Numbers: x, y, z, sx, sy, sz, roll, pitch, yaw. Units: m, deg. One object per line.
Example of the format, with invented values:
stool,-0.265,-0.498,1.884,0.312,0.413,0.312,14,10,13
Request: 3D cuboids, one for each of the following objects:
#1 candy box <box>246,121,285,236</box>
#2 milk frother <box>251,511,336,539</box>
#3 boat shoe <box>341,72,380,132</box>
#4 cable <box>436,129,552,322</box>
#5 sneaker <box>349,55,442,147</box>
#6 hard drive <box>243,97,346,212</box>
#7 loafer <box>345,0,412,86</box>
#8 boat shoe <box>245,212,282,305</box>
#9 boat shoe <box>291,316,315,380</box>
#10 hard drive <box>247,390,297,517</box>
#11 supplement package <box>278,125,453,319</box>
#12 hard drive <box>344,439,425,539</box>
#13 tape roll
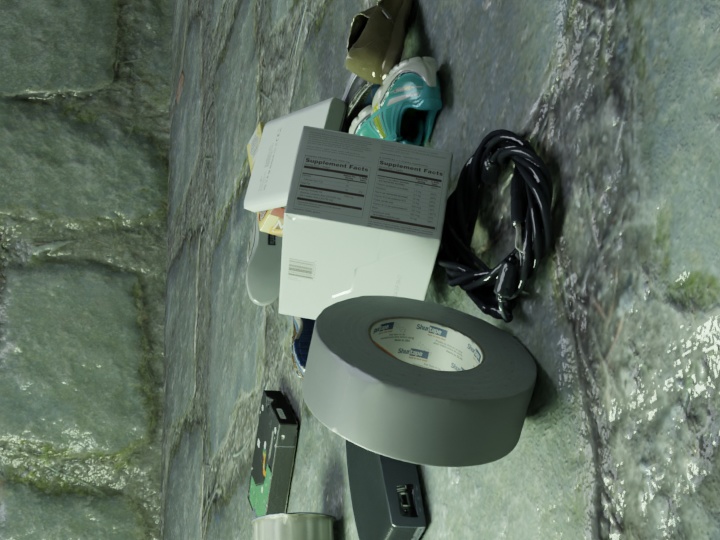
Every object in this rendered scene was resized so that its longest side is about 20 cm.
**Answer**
candy box,-0.098,-0.128,1.648,0.055,0.115,0.200,-57,31,35
milk frother,-0.134,0.433,1.491,0.181,0.199,0.189,122,149,-63
boat shoe,-0.002,-0.181,1.459,0.066,0.070,0.200,-104,33,-50
cable,0.120,-0.053,1.049,0.200,0.051,0.164,-119,36,-63
sneaker,0.041,-0.163,1.304,0.200,0.077,0.080,121,140,-54
hard drive,-0.091,-0.152,1.496,0.200,0.026,0.132,-5,69,60
loafer,0.021,-0.293,1.356,0.200,0.067,0.076,-84,10,-55
boat shoe,-0.165,-0.028,1.923,0.066,0.072,0.201,122,149,-64
boat shoe,-0.062,0.115,1.574,0.200,0.072,0.073,-97,14,-62
hard drive,-0.143,0.313,1.816,0.140,0.038,0.201,-134,52,-68
supplement package,0.000,-0.036,1.161,0.200,0.155,0.111,100,180,-58
hard drive,0.024,0.241,1.291,0.135,0.042,0.201,111,156,-43
tape roll,0.051,0.092,0.981,0.200,0.199,0.066,-123,42,-63
